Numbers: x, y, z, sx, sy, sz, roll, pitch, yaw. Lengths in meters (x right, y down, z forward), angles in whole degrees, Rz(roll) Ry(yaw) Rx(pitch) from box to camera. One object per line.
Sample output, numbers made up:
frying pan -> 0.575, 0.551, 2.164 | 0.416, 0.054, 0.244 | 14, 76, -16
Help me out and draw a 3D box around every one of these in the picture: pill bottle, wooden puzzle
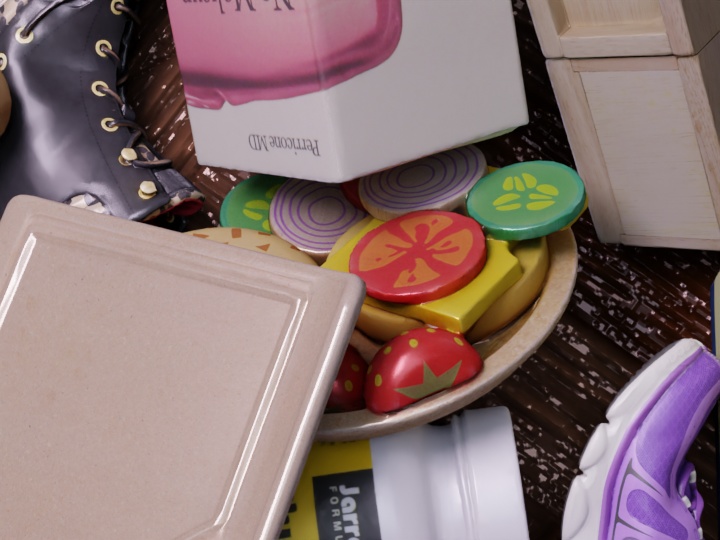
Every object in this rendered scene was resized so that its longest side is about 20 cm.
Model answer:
pill bottle -> -0.026, 0.116, 0.746 | 0.198, 0.112, 0.113 | -9, 77, 3
wooden puzzle -> -0.104, 0.072, 0.691 | 0.199, 0.037, 0.186 | 12, 75, 31

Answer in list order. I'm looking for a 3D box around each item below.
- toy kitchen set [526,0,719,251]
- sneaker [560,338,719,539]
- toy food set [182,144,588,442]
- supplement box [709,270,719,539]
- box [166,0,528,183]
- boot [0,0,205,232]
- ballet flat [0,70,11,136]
toy kitchen set -> 0.140, -0.142, 0.822 | 0.162, 0.181, 0.200 | 5, 36, 42
sneaker -> 0.130, 0.130, 0.745 | 0.083, 0.081, 0.201 | 16, 91, 18
toy food set -> 0.000, 0.000, 0.756 | 0.199, 0.049, 0.198 | 16, 46, 38
supplement box -> 0.224, 0.080, 0.688 | 0.133, 0.200, 0.202 | -1, 78, 4
box -> -0.018, -0.150, 0.744 | 0.108, 0.128, 0.201 | -19, 107, -32
boot -> -0.123, -0.088, 0.821 | 0.199, 0.073, 0.151 | -35, 76, 1
ballet flat -> -0.262, -0.083, 0.788 | 0.199, 0.063, 0.069 | 2, 109, 19
